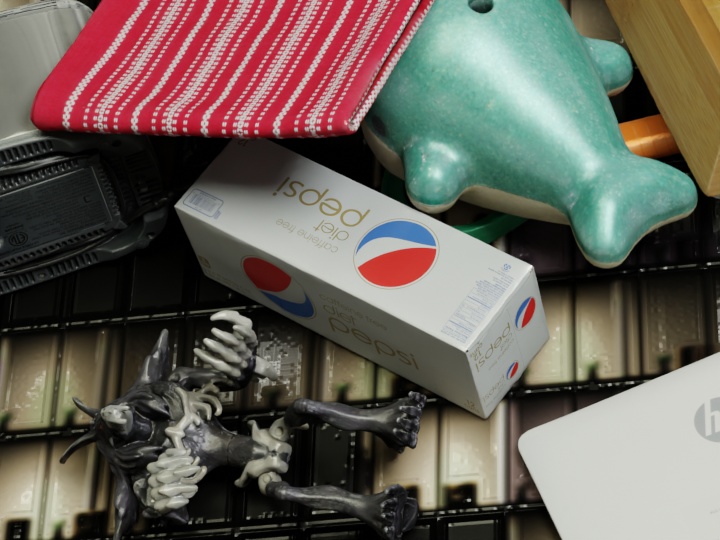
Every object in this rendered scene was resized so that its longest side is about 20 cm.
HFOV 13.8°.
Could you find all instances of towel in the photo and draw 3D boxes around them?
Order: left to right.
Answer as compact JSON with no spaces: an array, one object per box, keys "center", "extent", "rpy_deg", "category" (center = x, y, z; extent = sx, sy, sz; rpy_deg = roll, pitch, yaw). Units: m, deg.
[{"center":[-0.066,-0.122,1.572],"extent":[0.200,0.022,0.145],"rpy_deg":[3,45,30],"category":"towel"}]

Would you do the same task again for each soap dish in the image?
[{"center":[0.250,-0.131,1.594],"extent":[0.200,0.081,0.157],"rpy_deg":[-15,52,-9],"category":"soap dish"}]

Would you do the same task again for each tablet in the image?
[{"center":[0.192,0.094,1.502],"extent":[0.200,0.014,0.130],"rpy_deg":[-22,52,-3],"category":"tablet"}]

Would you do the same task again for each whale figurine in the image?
[{"center":[0.088,-0.087,1.576],"extent":[0.159,0.104,0.200],"rpy_deg":[-32,55,-26],"category":"whale figurine"}]

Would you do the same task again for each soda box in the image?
[{"center":[0.000,0.000,1.585],"extent":[0.200,0.068,0.064],"rpy_deg":[27,65,29],"category":"soda box"}]

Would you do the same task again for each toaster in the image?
[{"center":[-0.194,-0.070,1.659],"extent":[0.200,0.114,0.129],"rpy_deg":[-19,50,-1],"category":"toaster"}]

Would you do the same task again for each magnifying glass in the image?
[{"center":[0.110,-0.060,1.635],"extent":[0.200,0.022,0.080],"rpy_deg":[-15,51,5],"category":"magnifying glass"}]

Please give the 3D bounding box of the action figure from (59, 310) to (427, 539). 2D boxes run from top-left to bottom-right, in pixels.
[{"center":[-0.070,0.083,1.522],"extent":[0.200,0.102,0.119],"rpy_deg":[6,67,16],"category":"action figure"}]
